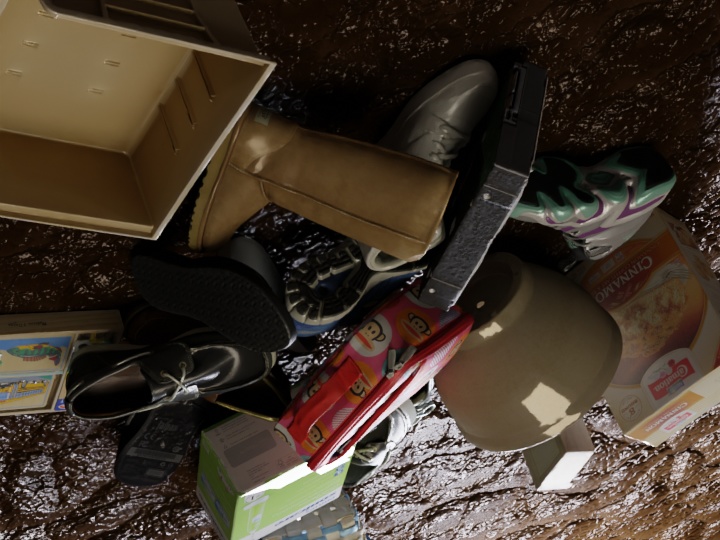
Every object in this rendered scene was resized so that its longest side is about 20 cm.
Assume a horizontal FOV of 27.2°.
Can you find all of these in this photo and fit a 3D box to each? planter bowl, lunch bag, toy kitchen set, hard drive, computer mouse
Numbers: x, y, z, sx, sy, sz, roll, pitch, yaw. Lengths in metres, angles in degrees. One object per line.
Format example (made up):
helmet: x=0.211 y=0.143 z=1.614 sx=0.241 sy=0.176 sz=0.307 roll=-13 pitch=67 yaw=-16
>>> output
planter bowl: x=0.150 y=0.067 z=1.533 sx=0.200 sy=0.200 sz=0.135 roll=-32 pitch=120 yaw=13
lunch bag: x=0.005 y=0.102 z=1.432 sx=0.176 sy=0.082 sz=0.200 roll=-31 pitch=165 yaw=-50
toy kitchen set: x=0.259 y=0.174 z=1.725 sx=0.200 sy=0.181 sz=0.163 roll=0 pitch=141 yaw=-24
hard drive: x=0.109 y=-0.074 z=1.331 sx=0.038 sy=0.140 sz=0.200 roll=19 pitch=139 yaw=-5
computer mouse: x=-0.174 y=0.146 z=1.564 sx=0.140 sy=0.046 sz=0.200 roll=9 pitch=123 yaw=-32

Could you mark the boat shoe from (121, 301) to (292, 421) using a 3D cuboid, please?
boat shoe: x=-0.141 y=0.090 z=1.455 sx=0.200 sy=0.068 sz=0.072 roll=27 pitch=107 yaw=-37

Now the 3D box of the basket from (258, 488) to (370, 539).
basket: x=-0.060 y=0.366 z=1.822 sx=0.176 sy=0.139 sz=0.200 roll=-12 pitch=114 yaw=-16

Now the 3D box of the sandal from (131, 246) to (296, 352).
sandal: x=-0.123 y=0.014 z=1.310 sx=0.048 sy=0.200 sz=0.075 roll=-33 pitch=128 yaw=-36

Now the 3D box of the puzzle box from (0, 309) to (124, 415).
puzzle box: x=-0.335 y=0.092 z=1.411 sx=0.200 sy=0.025 sz=0.133 roll=-3 pitch=142 yaw=-27

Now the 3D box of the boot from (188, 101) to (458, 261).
boot: x=-0.038 y=-0.049 z=1.266 sx=0.200 sy=0.066 sz=0.175 roll=21 pitch=135 yaw=-2

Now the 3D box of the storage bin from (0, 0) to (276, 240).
storage bin: x=-0.206 y=-0.134 z=1.117 sx=0.198 sy=0.094 sz=0.200 roll=8 pitch=136 yaw=-37

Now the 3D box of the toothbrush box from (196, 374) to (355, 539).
toothbrush box: x=-0.093 y=0.211 z=1.608 sx=0.145 sy=0.086 sz=0.200 roll=-26 pitch=157 yaw=-19

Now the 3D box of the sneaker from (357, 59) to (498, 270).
sneaker: x=0.065 y=-0.085 z=1.322 sx=0.074 sy=0.116 sz=0.200 roll=18 pitch=126 yaw=-42

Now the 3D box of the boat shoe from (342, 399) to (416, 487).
boat shoe: x=0.010 y=0.186 z=1.643 sx=0.064 sy=0.071 sz=0.200 roll=-58 pitch=172 yaw=-30

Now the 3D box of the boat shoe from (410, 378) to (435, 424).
boat shoe: x=0.047 y=0.123 z=1.637 sx=0.074 sy=0.065 sz=0.202 roll=-14 pitch=146 yaw=-12

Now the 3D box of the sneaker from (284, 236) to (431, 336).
sneaker: x=0.000 y=0.000 z=1.418 sx=0.200 sy=0.079 sz=0.089 roll=-29 pitch=168 yaw=-29

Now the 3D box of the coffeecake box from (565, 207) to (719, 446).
coffeecake box: x=0.313 y=0.059 z=1.584 sx=0.153 sy=0.200 sz=0.073 roll=-41 pitch=142 yaw=24

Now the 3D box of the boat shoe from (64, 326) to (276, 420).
boat shoe: x=-0.177 y=0.101 z=1.384 sx=0.200 sy=0.068 sz=0.072 roll=-8 pitch=117 yaw=4

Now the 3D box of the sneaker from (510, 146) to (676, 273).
sneaker: x=0.210 y=-0.046 z=1.490 sx=0.200 sy=0.078 sz=0.140 roll=-7 pitch=142 yaw=-22

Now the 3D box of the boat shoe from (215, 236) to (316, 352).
boat shoe: x=-0.106 y=0.029 z=1.419 sx=0.068 sy=0.074 sz=0.199 roll=-10 pitch=159 yaw=16
